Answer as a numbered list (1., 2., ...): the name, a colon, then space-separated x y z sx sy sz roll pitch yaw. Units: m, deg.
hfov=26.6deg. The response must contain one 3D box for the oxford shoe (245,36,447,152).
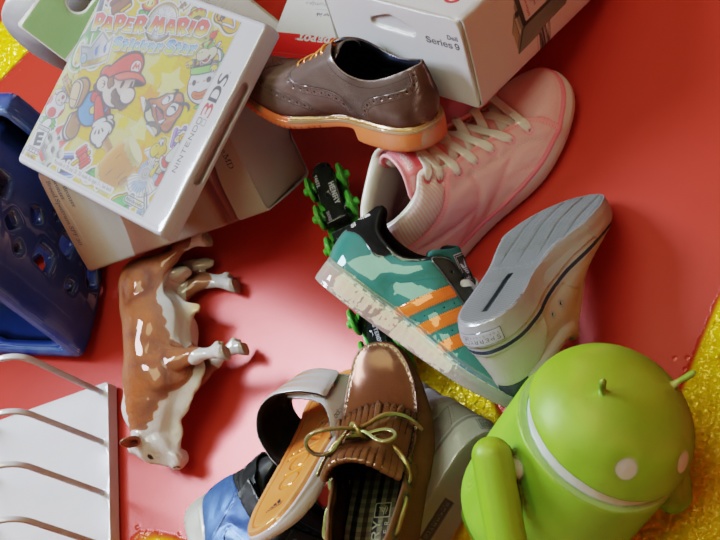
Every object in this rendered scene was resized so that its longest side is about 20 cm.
1. oxford shoe: -0.021 -0.150 1.169 0.199 0.073 0.071 15 42 32

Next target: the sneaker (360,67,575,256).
1. sneaker: 0.078 -0.086 1.168 0.201 0.105 0.075 -50 49 4

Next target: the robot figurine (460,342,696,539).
1. robot figurine: 0.139 0.128 0.994 0.116 0.174 0.201 62 141 31

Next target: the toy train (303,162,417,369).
1. toy train: 0.000 0.000 1.212 0.041 0.056 0.201 -25 57 9

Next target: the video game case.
1. video game case: -0.175 -0.138 1.230 0.199 0.023 0.183 25 88 40

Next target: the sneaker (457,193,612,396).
1. sneaker: 0.129 0.015 1.082 0.073 0.071 0.200 -7 27 39

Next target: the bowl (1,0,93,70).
1. bowl: -0.221 -0.262 1.401 0.075 0.200 0.200 39 92 13

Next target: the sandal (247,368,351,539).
1. sandal: -0.045 0.116 1.122 0.079 0.059 0.207 -33 14 28

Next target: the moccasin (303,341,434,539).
1. moccasin: 0.004 0.140 1.052 0.073 0.078 0.203 -3 61 26

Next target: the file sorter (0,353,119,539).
1. file sorter: -0.295 0.191 1.281 0.138 0.124 0.202 -20 60 26

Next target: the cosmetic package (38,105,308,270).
1. cosmetic package: -0.159 -0.082 1.292 0.199 0.104 0.087 -18 17 30

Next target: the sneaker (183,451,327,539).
1. sneaker: -0.061 0.229 1.138 0.111 0.076 0.201 -42 46 23

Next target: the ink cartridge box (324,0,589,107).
1. ink cartridge box: 0.088 -0.229 1.185 0.145 0.084 0.200 22 55 38

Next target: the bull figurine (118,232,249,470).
1. bull figurine: -0.157 0.064 1.284 0.121 0.065 0.201 -25 58 18

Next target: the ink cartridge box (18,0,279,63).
1. ink cartridge box: -0.177 -0.210 1.339 0.146 0.199 0.048 -52 15 3

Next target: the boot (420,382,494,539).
1. boot: 0.015 0.178 1.123 0.200 0.074 0.095 -52 45 -7

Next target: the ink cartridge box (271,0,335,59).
1. ink cartridge box: 0.000 -0.218 1.300 0.116 0.067 0.201 12 77 37

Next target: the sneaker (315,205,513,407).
1. sneaker: 0.067 0.029 1.104 0.199 0.071 0.080 34 95 7

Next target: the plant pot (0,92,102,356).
1. plant pot: -0.347 -0.046 1.380 0.199 0.200 0.181 1 63 34
